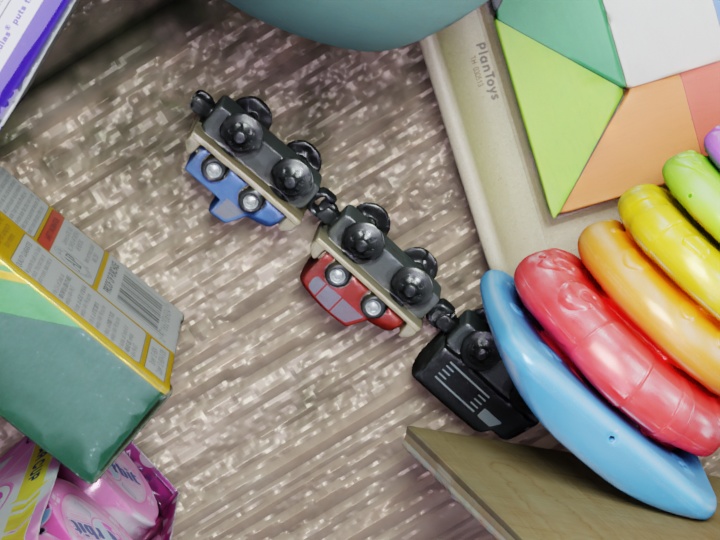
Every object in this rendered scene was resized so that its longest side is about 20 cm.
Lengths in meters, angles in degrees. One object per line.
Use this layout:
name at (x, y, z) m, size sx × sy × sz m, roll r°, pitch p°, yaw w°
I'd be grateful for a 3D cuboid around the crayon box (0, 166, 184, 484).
crayon box at (-0.162, -0.013, 0.905) m, size 0.200 × 0.126 × 0.052 m, roll 41°, pitch 98°, yaw -9°

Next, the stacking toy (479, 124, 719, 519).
stacking toy at (0.147, -0.015, 0.908) m, size 0.116 × 0.110 × 0.200 m, roll 38°, pitch 102°, yaw -12°

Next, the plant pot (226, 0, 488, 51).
plant pot at (-0.007, -0.176, 0.825) m, size 0.200 × 0.201 × 0.161 m, roll -40°, pitch 116°, yaw 6°

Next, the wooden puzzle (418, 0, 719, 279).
wooden puzzle at (0.124, -0.105, 0.943) m, size 0.198 × 0.037 × 0.186 m, roll -18°, pitch 102°, yaw 1°

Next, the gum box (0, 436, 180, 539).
gum box at (-0.136, 0.132, 0.898) m, size 0.113 × 0.200 × 0.066 m, roll -41°, pitch 101°, yaw 8°

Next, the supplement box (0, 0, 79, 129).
supplement box at (-0.195, -0.152, 0.886) m, size 0.199 × 0.101 × 0.104 m, roll 31°, pitch 99°, yaw -9°

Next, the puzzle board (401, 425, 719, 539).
puzzle board at (0.109, 0.100, 0.892) m, size 0.149 × 0.200 × 0.018 m, roll 10°, pitch 97°, yaw -14°

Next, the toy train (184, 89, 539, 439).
toy train at (0.000, 0.000, 0.964) m, size 0.200 × 0.034 × 0.046 m, roll 42°, pitch 110°, yaw -11°
